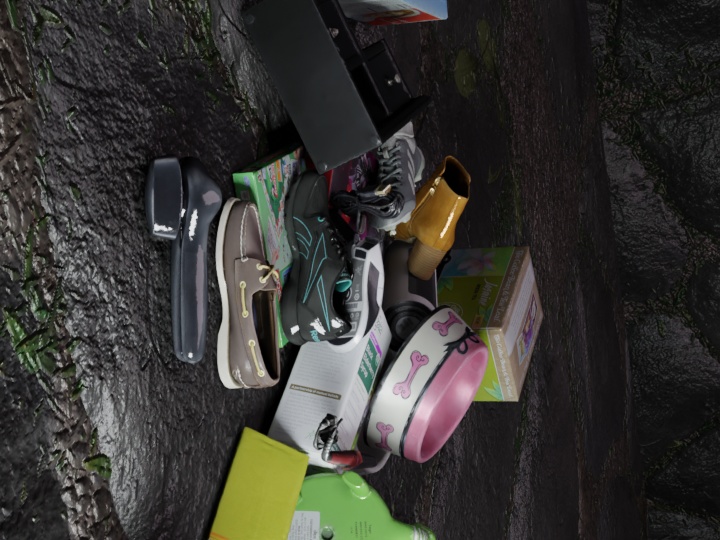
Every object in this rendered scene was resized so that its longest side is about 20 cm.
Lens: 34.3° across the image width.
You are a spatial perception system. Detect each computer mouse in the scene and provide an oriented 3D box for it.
[{"bbox_3d":[0.000,0.000,1.351,0.044,0.109,0.204,21,71,-42],"label":"computer mouse"}]

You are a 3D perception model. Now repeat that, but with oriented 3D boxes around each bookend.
[{"bbox_3d":[-0.021,-0.246,1.375,0.201,0.091,0.200,63,28,-9],"label":"bookend"}]

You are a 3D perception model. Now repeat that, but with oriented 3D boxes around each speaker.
[{"bbox_3d":[0.065,0.031,1.585,0.201,0.080,0.083,-84,163,-64],"label":"speaker"}]

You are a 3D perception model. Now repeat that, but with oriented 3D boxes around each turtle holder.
[{"bbox_3d":[-0.019,0.297,1.314,0.142,0.183,0.132,58,-11,21],"label":"turtle holder"}]

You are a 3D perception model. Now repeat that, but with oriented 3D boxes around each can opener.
[{"bbox_3d":[-0.170,-0.011,1.134,0.063,0.077,0.204,-158,-115,-72],"label":"can opener"}]

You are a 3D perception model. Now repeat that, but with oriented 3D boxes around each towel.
[{"bbox_3d":[-0.115,0.268,1.220,0.085,0.018,0.202,28,52,-16],"label":"towel"}]

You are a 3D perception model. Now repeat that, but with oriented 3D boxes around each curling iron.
[{"bbox_3d":[-0.010,0.202,1.307,0.200,0.025,0.050,46,59,-64],"label":"curling iron"}]

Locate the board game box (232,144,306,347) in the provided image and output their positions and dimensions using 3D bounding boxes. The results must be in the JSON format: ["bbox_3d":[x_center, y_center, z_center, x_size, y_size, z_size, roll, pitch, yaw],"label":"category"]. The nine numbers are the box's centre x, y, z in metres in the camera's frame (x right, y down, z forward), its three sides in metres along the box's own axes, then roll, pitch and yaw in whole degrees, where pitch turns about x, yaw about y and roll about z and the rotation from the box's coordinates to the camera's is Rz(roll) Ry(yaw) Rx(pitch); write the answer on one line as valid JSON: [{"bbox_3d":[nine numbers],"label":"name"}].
[{"bbox_3d":[-0.090,-0.030,1.347,0.134,0.029,0.204,-39,124,-61],"label":"board game box"}]

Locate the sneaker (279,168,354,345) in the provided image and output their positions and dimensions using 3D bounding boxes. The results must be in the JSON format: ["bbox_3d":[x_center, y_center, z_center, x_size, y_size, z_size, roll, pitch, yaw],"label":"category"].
[{"bbox_3d":[-0.042,-0.016,1.326,0.075,0.078,0.204,21,68,-64],"label":"sneaker"}]

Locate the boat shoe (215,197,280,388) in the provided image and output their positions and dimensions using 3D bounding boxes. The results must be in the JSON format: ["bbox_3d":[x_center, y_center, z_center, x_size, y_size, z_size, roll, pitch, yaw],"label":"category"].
[{"bbox_3d":[-0.116,0.023,1.240,0.072,0.058,0.204,8,81,-66],"label":"boat shoe"}]

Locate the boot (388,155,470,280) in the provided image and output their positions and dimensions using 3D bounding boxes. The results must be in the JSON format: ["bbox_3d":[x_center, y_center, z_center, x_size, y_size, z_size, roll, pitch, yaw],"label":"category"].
[{"bbox_3d":[0.092,-0.095,1.584,0.146,0.070,0.202,-64,-155,24],"label":"boot"}]

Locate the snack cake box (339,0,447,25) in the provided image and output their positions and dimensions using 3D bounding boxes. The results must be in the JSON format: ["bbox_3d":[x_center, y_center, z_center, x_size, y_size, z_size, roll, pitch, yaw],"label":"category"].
[{"bbox_3d":[0.032,-0.375,1.554,0.199,0.113,0.069,-10,97,-67],"label":"snack cake box"}]

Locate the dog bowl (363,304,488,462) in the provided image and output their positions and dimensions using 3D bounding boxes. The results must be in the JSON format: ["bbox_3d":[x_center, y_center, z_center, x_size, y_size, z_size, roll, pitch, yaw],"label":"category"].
[{"bbox_3d":[0.088,0.149,1.446,0.201,0.073,0.202,-50,158,-28],"label":"dog bowl"}]

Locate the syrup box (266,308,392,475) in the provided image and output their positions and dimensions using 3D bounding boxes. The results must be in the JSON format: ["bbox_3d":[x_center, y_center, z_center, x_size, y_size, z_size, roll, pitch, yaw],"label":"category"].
[{"bbox_3d":[-0.033,0.133,1.367,0.079,0.080,0.202,68,38,-55],"label":"syrup box"}]

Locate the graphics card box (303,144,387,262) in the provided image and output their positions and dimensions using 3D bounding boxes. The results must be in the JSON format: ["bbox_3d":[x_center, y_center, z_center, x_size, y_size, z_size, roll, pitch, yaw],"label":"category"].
[{"bbox_3d":[-0.017,-0.101,1.502,0.200,0.050,0.128,50,43,-58],"label":"graphics card box"}]

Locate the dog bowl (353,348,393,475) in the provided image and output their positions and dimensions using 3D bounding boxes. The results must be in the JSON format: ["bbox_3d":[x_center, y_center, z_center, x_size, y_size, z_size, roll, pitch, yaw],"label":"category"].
[{"bbox_3d":[-0.005,0.169,1.501,0.199,0.058,0.204,-1,90,-68],"label":"dog bowl"}]

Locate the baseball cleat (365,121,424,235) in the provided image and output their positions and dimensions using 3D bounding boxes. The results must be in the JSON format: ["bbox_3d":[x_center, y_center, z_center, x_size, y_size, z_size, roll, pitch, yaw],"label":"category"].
[{"bbox_3d":[0.035,-0.130,1.499,0.201,0.069,0.108,-74,147,-60],"label":"baseball cleat"}]

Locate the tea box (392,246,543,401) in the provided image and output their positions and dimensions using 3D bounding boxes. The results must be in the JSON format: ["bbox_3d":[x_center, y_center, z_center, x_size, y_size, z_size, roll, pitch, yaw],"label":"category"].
[{"bbox_3d":[0.149,0.077,1.703,0.201,0.193,0.135,-63,144,-49],"label":"tea box"}]
